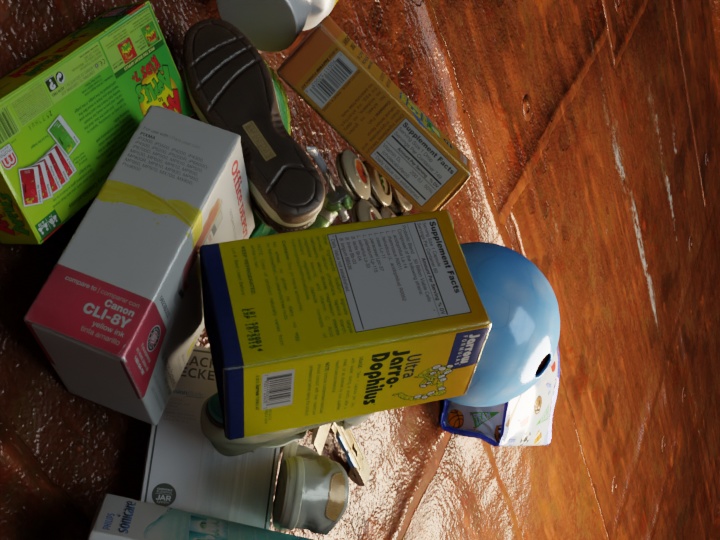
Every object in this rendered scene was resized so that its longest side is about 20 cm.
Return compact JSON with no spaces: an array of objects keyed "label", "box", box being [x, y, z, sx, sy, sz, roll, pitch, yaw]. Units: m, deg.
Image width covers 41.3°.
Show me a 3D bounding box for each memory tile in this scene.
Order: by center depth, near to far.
[{"label":"memory tile","box":[0.037,-0.015,0.911,0.153,0.017,0.202,12,59,-65]}]

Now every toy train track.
[{"label":"toy train track","box":[-0.032,0.175,1.069,0.201,0.032,0.116,68,32,-41]}]

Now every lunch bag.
[{"label":"lunch bag","box":[0.205,0.138,1.353,0.169,0.123,0.203,11,89,-56]}]

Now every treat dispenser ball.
[{"label":"treat dispenser ball","box":[0.147,0.066,1.184,0.200,0.199,0.204,-4,94,-57]}]

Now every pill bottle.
[{"label":"pill bottle","box":[-0.059,-0.309,0.927,0.113,0.111,0.201,59,44,-40]}]

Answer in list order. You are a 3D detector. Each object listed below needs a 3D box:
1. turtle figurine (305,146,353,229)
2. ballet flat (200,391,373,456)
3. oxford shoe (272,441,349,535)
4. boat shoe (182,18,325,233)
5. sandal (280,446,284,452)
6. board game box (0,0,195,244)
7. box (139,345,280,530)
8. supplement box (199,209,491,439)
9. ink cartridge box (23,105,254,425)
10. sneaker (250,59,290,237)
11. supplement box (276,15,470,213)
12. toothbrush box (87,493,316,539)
[{"label":"turtle figurine","box":[0.000,0.000,0.928,0.193,0.144,0.201,-8,143,-48]},{"label":"ballet flat","box":[-0.036,0.109,0.797,0.197,0.069,0.070,-14,106,-16]},{"label":"oxford shoe","box":[-0.043,0.184,0.801,0.200,0.057,0.076,133,-37,-78]},{"label":"boat shoe","box":[-0.100,-0.119,0.830,0.074,0.075,0.204,-21,76,-17]},{"label":"sandal","box":[-0.122,0.173,0.892,0.069,0.078,0.213,36,69,-8]},{"label":"board game box","box":[-0.220,-0.119,0.742,0.200,0.047,0.103,-52,134,-42]},{"label":"box","box":[-0.130,0.169,0.826,0.060,0.115,0.203,144,-45,-77]},{"label":"supplement box","box":[-0.016,0.041,0.733,0.110,0.197,0.110,99,-21,-53]},{"label":"ink cartridge box","box":[-0.161,-0.003,0.747,0.146,0.082,0.202,93,18,-63]},{"label":"sneaker","box":[-0.107,-0.113,0.894,0.084,0.073,0.203,-41,125,-54]},{"label":"supplement box","box":[0.016,-0.144,0.901,0.200,0.069,0.067,45,18,-12]},{"label":"toothbrush box","box":[-0.125,0.276,0.741,0.085,0.197,0.148,-145,-111,-79]}]
